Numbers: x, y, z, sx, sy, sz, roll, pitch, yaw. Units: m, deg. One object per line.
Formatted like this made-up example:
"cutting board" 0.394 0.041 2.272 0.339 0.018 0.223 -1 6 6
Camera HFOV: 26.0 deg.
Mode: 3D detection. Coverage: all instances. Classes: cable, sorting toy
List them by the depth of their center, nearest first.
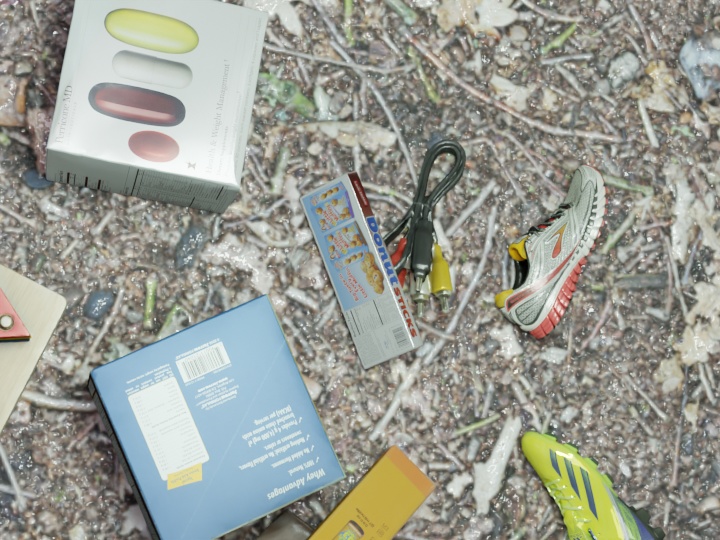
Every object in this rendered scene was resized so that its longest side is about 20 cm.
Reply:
"sorting toy" -0.430 0.071 1.588 0.197 0.070 0.202 27 77 -6
"cable" 0.064 -0.049 1.729 0.096 0.050 0.202 7 67 7

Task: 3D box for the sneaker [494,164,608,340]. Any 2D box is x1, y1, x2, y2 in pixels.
"sneaker" 0.213 -0.030 1.724 0.081 0.078 0.202 26 77 -4

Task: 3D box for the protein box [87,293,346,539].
"protein box" -0.150 0.162 1.594 0.197 0.135 0.202 -23 86 -14

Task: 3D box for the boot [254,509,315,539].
"boot" -0.050 0.370 1.617 0.199 0.064 0.188 31 64 -8

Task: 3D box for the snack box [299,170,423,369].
"snack box" 0.000 0.000 1.684 0.024 0.071 0.202 -14 82 -56

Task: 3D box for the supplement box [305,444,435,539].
"supplement box" -0.010 0.273 1.604 0.067 0.069 0.200 45 52 2

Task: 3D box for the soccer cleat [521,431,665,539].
"soccer cleat" 0.243 0.257 1.692 0.200 0.065 0.084 44 78 -2

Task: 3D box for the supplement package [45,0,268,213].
"supplement package" -0.215 -0.181 1.629 0.197 0.147 0.194 10 79 -10
